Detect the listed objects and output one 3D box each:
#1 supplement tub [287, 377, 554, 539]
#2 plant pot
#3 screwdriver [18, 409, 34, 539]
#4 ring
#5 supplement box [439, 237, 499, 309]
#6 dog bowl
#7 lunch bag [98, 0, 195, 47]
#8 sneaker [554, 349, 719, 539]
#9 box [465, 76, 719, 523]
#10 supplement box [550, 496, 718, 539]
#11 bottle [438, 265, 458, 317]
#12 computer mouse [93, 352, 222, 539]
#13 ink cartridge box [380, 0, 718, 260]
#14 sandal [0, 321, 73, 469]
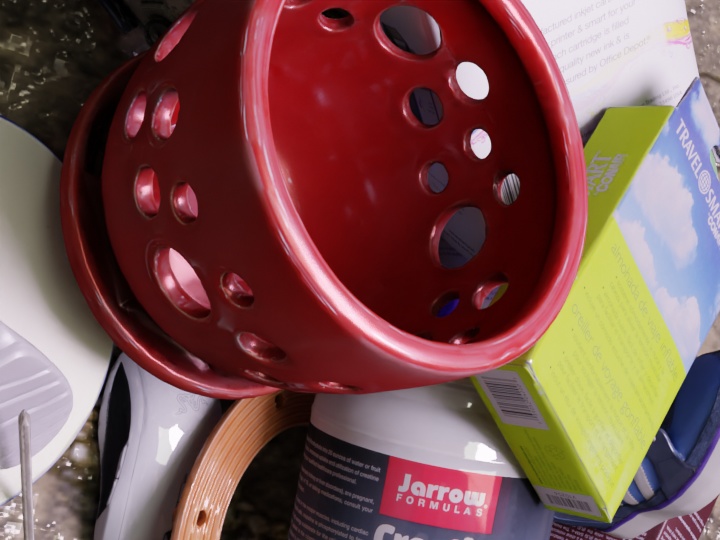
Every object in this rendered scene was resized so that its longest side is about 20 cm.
[{"bbox_3d":[0.033,0.134,0.791,0.140,0.140,0.201,8,94,-38],"label":"supplement tub"},{"bbox_3d":[-0.028,-0.038,0.663,0.200,0.182,0.201,15,69,-41],"label":"plant pot"},{"bbox_3d":[-0.162,0.126,0.694,0.029,0.028,0.200,-10,142,-13],"label":"screwdriver"},{"bbox_3d":[-0.045,0.152,0.832,0.200,0.019,0.201,-13,106,-55],"label":"ring"},{"bbox_3d":[0.100,-0.054,0.924,0.126,0.073,0.200,-35,113,-31],"label":"supplement box"},{"bbox_3d":[-0.217,0.018,0.678,0.200,0.079,0.201,-4,96,-39],"label":"dog bowl"},{"bbox_3d":[-0.060,-0.226,0.744,0.200,0.139,0.168,-42,126,-25],"label":"lunch bag"},{"bbox_3d":[0.127,0.086,0.847,0.146,0.200,0.081,22,57,-6],"label":"sneaker"},{"bbox_3d":[0.133,0.011,0.743,0.200,0.048,0.122,-55,131,-30],"label":"box"},{"bbox_3d":[0.172,0.151,0.973,0.200,0.109,0.061,-59,139,-18],"label":"supplement box"},{"bbox_3d":[0.000,0.000,0.856,0.200,0.065,0.084,37,77,-35],"label":"bottle"},{"bbox_3d":[-0.110,0.135,0.794,0.109,0.044,0.201,3,92,-38],"label":"computer mouse"},{"bbox_3d":[0.097,-0.114,0.785,0.145,0.088,0.200,-27,123,-12],"label":"ink cartridge box"},{"bbox_3d":[-0.201,0.022,0.610,0.079,0.059,0.207,-46,142,-8],"label":"sandal"}]
